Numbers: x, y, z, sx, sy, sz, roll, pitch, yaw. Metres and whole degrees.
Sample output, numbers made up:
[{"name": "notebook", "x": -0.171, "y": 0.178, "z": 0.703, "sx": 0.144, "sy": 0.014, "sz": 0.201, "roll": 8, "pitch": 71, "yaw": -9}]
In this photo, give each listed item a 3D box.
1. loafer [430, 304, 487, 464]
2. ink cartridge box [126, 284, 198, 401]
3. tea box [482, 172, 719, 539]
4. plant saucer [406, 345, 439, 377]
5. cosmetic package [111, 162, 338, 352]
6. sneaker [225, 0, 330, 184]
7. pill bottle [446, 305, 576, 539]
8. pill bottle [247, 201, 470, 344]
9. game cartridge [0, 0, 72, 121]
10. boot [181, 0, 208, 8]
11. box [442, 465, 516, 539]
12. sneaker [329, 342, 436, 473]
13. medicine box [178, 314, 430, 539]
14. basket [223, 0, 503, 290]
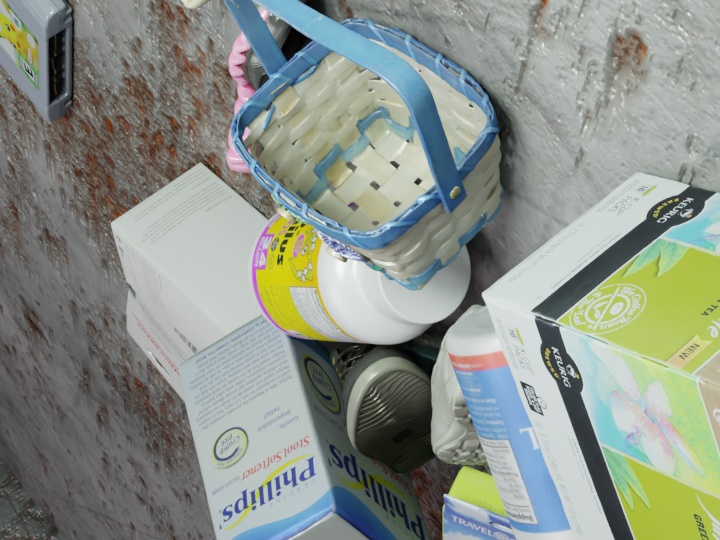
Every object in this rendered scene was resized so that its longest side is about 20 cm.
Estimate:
[{"name": "loafer", "x": 0.084, "y": 0.087, "z": 1.241, "sx": 0.200, "sy": 0.069, "sz": 0.070, "roll": 94, "pitch": 175, "yaw": -66}, {"name": "ink cartridge box", "x": -0.168, "y": 0.044, "z": 1.711, "sx": 0.116, "sy": 0.068, "sz": 0.200, "roll": 50, "pitch": 157, "yaw": 12}, {"name": "tea box", "x": 0.197, "y": 0.079, "z": 0.937, "sx": 0.196, "sy": 0.133, "sz": 0.201, "roll": 19, "pitch": 139, "yaw": 54}, {"name": "plant saucer", "x": 0.106, "y": 0.103, "z": 1.310, "sx": 0.199, "sy": 0.019, "sz": 0.070, "roll": 18, "pitch": 137, "yaw": 55}, {"name": "cosmetic package", "x": -0.112, "y": 0.010, "z": 1.502, "sx": 0.200, "sy": 0.107, "sz": 0.085, "roll": 42, "pitch": 155, "yaw": 31}, {"name": "sneaker", "x": -0.041, "y": -0.127, "z": 1.234, "sx": 0.095, "sy": 0.079, "sz": 0.201, "roll": 25, "pitch": 151, "yaw": 10}, {"name": "pill bottle", "x": 0.136, "y": 0.114, "z": 1.101, "sx": 0.112, "sy": 0.112, "sz": 0.202, "roll": -2, "pitch": 111, "yaw": 64}, {"name": "pill bottle", "x": 0.000, "y": 0.000, "z": 1.263, "sx": 0.105, "sy": 0.104, "sz": 0.200, "roll": 60, "pitch": 157, "yaw": -14}, {"name": "game cartridge", "x": -0.326, "y": -0.241, "z": 1.673, "sx": 0.134, "sy": 0.040, "sz": 0.200, "roll": 52, "pitch": 158, "yaw": 16}, {"name": "boot", "x": -0.118, "y": -0.269, "z": 1.120, "sx": 0.201, "sy": 0.107, "sz": 0.075, "roll": 61, "pitch": 159, "yaw": -11}, {"name": "box", "x": 0.124, "y": 0.225, "z": 1.344, "sx": 0.121, "sy": 0.048, "sz": 0.201, "roll": 18, "pitch": 146, "yaw": 16}, {"name": "sneaker", "x": 0.006, "y": 0.081, "z": 1.323, "sx": 0.107, "sy": 0.074, "sz": 0.200, "roll": 57, "pitch": 176, "yaw": 23}, {"name": "medicine box", "x": -0.038, "y": 0.165, "z": 1.374, "sx": 0.182, "sy": 0.102, "sz": 0.201, "roll": 44, "pitch": -160, "yaw": -47}, {"name": "basket", "x": 0.001, "y": -0.090, "z": 1.085, "sx": 0.176, "sy": 0.139, "sz": 0.201, "roll": 37, "pitch": 161, "yaw": 38}]
